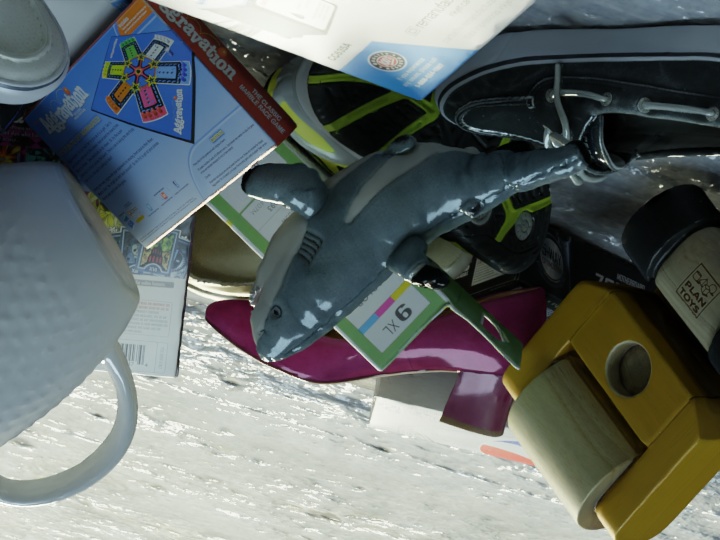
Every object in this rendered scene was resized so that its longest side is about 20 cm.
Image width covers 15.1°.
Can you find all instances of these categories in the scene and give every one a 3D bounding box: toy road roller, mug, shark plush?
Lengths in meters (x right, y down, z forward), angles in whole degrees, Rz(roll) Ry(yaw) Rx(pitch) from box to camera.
[{"bbox_3d":[0.196,0.056,1.566,0.146,0.123,0.200,9,129,-50],"label":"toy road roller"},{"bbox_3d":[-0.205,0.043,1.509,0.201,0.175,0.148,58,-178,-21],"label":"mug"},{"bbox_3d":[0.031,-0.017,1.402,0.199,0.084,0.091,-15,145,14],"label":"shark plush"}]

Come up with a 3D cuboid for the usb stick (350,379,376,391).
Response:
[{"bbox_3d":[0.039,0.075,1.899,0.199,0.033,0.055,16,166,-8],"label":"usb stick"}]

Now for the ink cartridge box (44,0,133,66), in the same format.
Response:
[{"bbox_3d":[-0.165,-0.160,1.410,0.175,0.045,0.200,15,159,-7],"label":"ink cartridge box"}]

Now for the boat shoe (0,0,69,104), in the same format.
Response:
[{"bbox_3d":[-0.214,-0.170,1.331,0.202,0.075,0.086,45,146,-5],"label":"boat shoe"}]

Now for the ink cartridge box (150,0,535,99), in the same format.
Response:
[{"bbox_3d":[-0.027,-0.169,1.251,0.199,0.086,0.146,18,158,-16],"label":"ink cartridge box"}]

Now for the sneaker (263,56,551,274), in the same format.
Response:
[{"bbox_3d":[0.030,-0.066,1.512,0.200,0.076,0.076,38,160,-33],"label":"sneaker"}]

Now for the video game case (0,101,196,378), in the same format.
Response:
[{"bbox_3d":[-0.195,-0.030,1.576,0.199,0.036,0.182,5,118,-6],"label":"video game case"}]

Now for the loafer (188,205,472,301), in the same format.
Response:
[{"bbox_3d":[-0.031,-0.027,1.634,0.199,0.076,0.068,-5,153,19],"label":"loafer"}]

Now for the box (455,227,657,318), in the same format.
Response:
[{"bbox_3d":[0.110,0.036,1.740,0.160,0.044,0.200,23,157,-25],"label":"box"}]

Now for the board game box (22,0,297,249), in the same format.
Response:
[{"bbox_3d":[-0.110,-0.079,1.435,0.103,0.019,0.200,46,152,-7],"label":"board game box"}]

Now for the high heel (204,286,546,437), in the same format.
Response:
[{"bbox_3d":[0.010,0.026,1.631,0.199,0.097,0.067,17,-166,-4],"label":"high heel"}]

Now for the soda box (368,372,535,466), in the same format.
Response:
[{"bbox_3d":[0.109,0.082,1.701,0.199,0.069,0.063,13,159,0],"label":"soda box"}]

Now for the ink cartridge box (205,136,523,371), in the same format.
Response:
[{"bbox_3d":[0.000,0.000,1.528,0.200,0.059,0.104,43,-174,0],"label":"ink cartridge box"}]

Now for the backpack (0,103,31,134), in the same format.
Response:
[{"bbox_3d":[-0.295,-0.084,1.419,0.182,0.200,0.135,24,154,20],"label":"backpack"}]

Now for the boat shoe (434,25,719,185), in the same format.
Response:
[{"bbox_3d":[0.122,-0.080,1.407,0.198,0.068,0.074,0,156,29],"label":"boat shoe"}]
